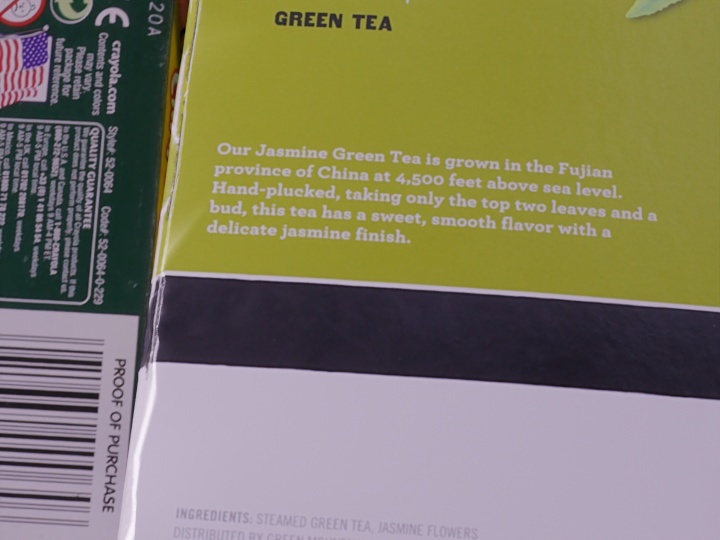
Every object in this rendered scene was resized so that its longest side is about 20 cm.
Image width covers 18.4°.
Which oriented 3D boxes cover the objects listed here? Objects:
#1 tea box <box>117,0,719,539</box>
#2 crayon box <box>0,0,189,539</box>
[{"bbox_3d":[0.021,0.035,0.562,0.200,0.133,0.198,91,-177,-57],"label":"tea box"},{"bbox_3d":[-0.070,-0.010,0.619,0.173,0.058,0.201,76,-162,-77],"label":"crayon box"}]
